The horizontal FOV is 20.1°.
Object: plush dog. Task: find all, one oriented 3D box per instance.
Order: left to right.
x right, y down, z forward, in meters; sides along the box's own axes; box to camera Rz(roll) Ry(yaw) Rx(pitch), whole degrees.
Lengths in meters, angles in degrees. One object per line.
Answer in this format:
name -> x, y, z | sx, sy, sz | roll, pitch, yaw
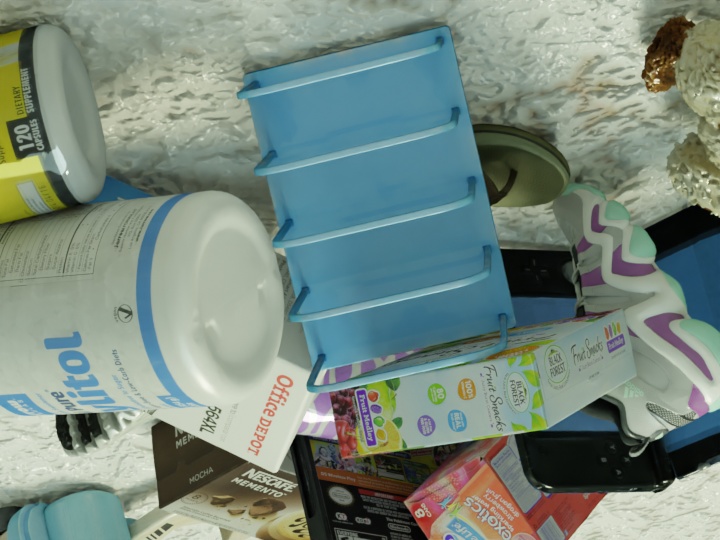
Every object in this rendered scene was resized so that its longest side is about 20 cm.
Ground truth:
plush dog -> 0.277, -0.108, 1.320 | 0.171, 0.200, 0.161 | 25, 92, -45

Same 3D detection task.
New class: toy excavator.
toy excavator -> -0.210, 0.241, 1.815 | 0.200, 0.100, 0.194 | -37, 141, 25

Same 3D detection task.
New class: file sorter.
file sorter -> 0.009, -0.036, 1.270 | 0.138, 0.201, 0.123 | -13, -171, 6

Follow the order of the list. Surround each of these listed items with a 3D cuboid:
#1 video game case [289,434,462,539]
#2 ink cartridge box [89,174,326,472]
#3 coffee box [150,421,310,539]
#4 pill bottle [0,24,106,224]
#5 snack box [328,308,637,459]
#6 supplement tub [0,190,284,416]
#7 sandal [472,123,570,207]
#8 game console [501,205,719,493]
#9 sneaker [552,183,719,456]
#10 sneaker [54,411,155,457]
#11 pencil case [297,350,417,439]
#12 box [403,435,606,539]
video game case -> 0.031, 0.181, 1.682 | 0.199, 0.182, 0.026 | 15, 135, -35
ink cartridge box -> -0.119, 0.039, 1.426 | 0.199, 0.085, 0.146 | 25, 144, 1
coffee box -> -0.069, 0.171, 1.738 | 0.113, 0.080, 0.199 | -29, 144, 31
pill bottle -> -0.264, -0.076, 1.245 | 0.199, 0.113, 0.112 | -13, 149, 6
snack box -> 0.085, 0.072, 1.322 | 0.141, 0.053, 0.200 | -12, -178, 25
supplement tub -> -0.160, 0.023, 1.265 | 0.199, 0.133, 0.132 | -6, 154, 28
sandal -> 0.050, -0.061, 1.409 | 0.200, 0.058, 0.080 | 3, 147, -20
game console -> 0.198, 0.050, 1.490 | 0.170, 0.201, 0.118 | 2, 149, -25
sneaker -> 0.162, 0.041, 1.445 | 0.139, 0.200, 0.078 | -33, 155, -8
sneaker -> -0.168, 0.092, 1.596 | 0.081, 0.076, 0.200 | 10, 146, -44
pencil case -> 0.007, 0.096, 1.638 | 0.199, 0.085, 0.085 | 7, -179, -22
box -> 0.134, 0.171, 1.678 | 0.094, 0.103, 0.200 | -33, -177, 34
